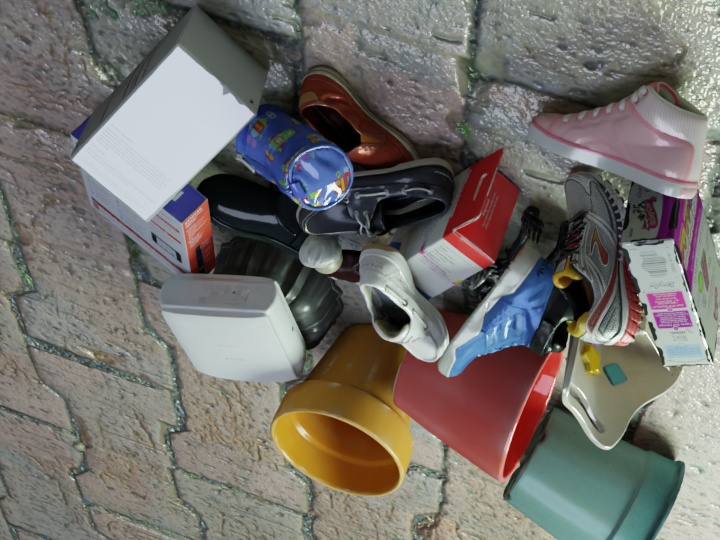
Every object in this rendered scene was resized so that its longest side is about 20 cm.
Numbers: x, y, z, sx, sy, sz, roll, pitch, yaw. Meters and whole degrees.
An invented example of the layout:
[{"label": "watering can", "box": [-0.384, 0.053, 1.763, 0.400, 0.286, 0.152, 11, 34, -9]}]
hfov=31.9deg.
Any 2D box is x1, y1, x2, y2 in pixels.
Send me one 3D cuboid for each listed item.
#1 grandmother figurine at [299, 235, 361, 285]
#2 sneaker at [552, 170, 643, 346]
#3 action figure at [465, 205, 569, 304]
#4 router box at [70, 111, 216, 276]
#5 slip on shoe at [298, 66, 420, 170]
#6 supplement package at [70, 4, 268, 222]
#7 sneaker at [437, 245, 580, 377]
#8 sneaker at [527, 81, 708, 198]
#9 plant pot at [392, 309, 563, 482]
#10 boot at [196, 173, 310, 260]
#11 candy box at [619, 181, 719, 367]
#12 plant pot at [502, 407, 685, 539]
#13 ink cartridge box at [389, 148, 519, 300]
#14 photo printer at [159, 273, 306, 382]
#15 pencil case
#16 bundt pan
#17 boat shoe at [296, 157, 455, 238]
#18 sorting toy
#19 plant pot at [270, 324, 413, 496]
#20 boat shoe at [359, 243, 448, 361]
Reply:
[{"label": "grandmother figurine", "box": [0.000, 0.000, 1.600, 0.120, 0.061, 0.199, -21, 151, 35]}, {"label": "sneaker", "box": [0.251, -0.017, 1.385, 0.081, 0.203, 0.078, 0, 158, -18]}, {"label": "action figure", "box": [0.178, 0.009, 1.530, 0.118, 0.103, 0.200, 31, 141, -4]}, {"label": "router box", "box": [-0.280, -0.089, 1.649, 0.199, 0.049, 0.180, 38, 157, 15]}, {"label": "slip on shoe", "box": [0.000, -0.149, 1.474, 0.074, 0.062, 0.200, -21, 125, 43]}, {"label": "supplement package", "box": [-0.218, -0.181, 1.457, 0.121, 0.120, 0.200, 41, 116, -20]}, {"label": "sneaker", "box": [0.178, 0.076, 1.464, 0.111, 0.077, 0.201, 38, 119, 5]}, {"label": "sneaker", "box": [0.271, -0.155, 1.307, 0.199, 0.075, 0.106, 26, 114, 34]}, {"label": "plant pot", "box": [0.150, 0.150, 1.663, 0.176, 0.201, 0.202, 24, 145, 18]}, {"label": "boot", "box": [-0.097, -0.097, 1.580, 0.198, 0.077, 0.168, 26, 147, -9]}, {"label": "candy box", "box": [0.342, -0.010, 1.374, 0.060, 0.137, 0.201, -5, 134, 28]}, {"label": "plant pot", "box": [0.315, 0.302, 1.748, 0.195, 0.201, 0.201, 30, 145, 6]}, {"label": "ink cartridge box", "box": [0.113, -0.049, 1.482, 0.067, 0.117, 0.199, 36, 144, -18]}, {"label": "photo printer", "box": [-0.165, 0.085, 1.700, 0.164, 0.070, 0.201, 3, 148, 15]}, {"label": "pencil case", "box": [-0.083, -0.131, 1.447, 0.079, 0.086, 0.200, 61, 168, -30]}, {"label": "bundt pan", "box": [-0.129, 0.046, 1.780, 0.200, 0.076, 0.203, 17, 143, 13]}, {"label": "boat shoe", "box": [0.015, -0.073, 1.469, 0.198, 0.063, 0.073, -16, 137, 16]}, {"label": "sorting toy", "box": [0.291, 0.110, 1.519, 0.106, 0.181, 0.201, -10, 131, 38]}, {"label": "plant pot", "box": [-0.003, 0.186, 1.784, 0.198, 0.184, 0.201, 17, 144, 13]}, {"label": "boat shoe", "box": [0.044, 0.056, 1.495, 0.070, 0.070, 0.201, -4, 139, 31]}]
